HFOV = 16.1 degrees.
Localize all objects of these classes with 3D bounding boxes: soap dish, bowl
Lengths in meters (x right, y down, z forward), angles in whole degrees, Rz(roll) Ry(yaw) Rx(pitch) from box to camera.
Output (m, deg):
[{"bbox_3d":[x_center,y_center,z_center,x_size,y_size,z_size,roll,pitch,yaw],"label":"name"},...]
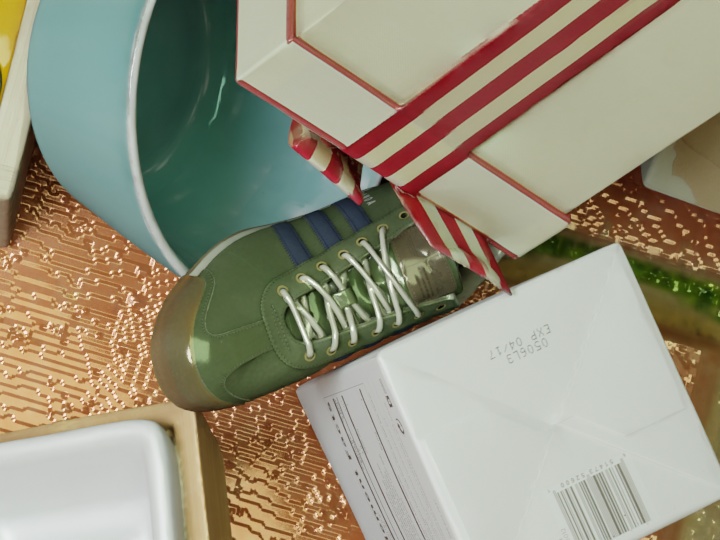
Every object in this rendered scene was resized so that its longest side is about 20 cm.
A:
[{"bbox_3d":[-0.124,0.169,1.143,0.157,0.081,0.201,-12,78,23],"label":"soap dish"},{"bbox_3d":[-0.076,-0.092,1.166,0.105,0.201,0.201,12,72,35],"label":"bowl"}]

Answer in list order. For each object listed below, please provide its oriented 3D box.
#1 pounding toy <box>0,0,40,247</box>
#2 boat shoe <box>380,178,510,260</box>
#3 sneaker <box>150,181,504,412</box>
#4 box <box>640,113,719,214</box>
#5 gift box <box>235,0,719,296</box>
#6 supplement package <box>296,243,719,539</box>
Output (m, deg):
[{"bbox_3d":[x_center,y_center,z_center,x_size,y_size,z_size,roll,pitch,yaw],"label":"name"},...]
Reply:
[{"bbox_3d":[-0.230,-0.141,1.193,0.184,0.142,0.201,13,76,-5],"label":"pounding toy"},{"bbox_3d":[0.041,-0.101,1.249,0.063,0.073,0.201,-7,92,-28],"label":"boat shoe"},{"bbox_3d":[0.000,0.000,1.120,0.200,0.090,0.067,-31,104,-48],"label":"sneaker"},{"bbox_3d":[0.213,-0.124,1.229,0.095,0.078,0.200,18,118,-4],"label":"box"},{"bbox_3d":[0.062,-0.119,1.045,0.200,0.187,0.185,36,38,-30],"label":"gift box"},{"bbox_3d":[0.063,0.076,1.152,0.121,0.200,0.120,-24,89,-12],"label":"supplement package"}]
